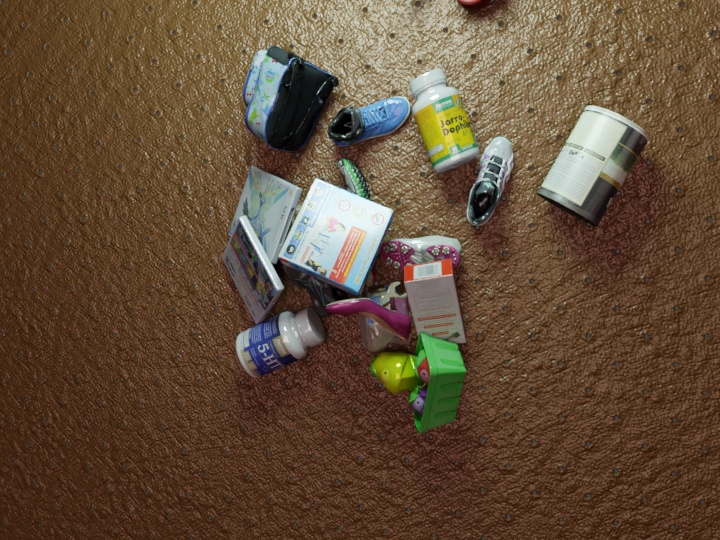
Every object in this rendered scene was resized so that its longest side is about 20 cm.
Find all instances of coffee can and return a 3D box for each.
[{"bbox_3d":[0.482,-0.216,1.204,0.145,0.146,0.203,29,102,7],"label":"coffee can"}]

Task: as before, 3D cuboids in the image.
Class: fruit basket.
[{"bbox_3d":[0.122,0.250,1.318,0.210,0.157,0.219,-3,124,-4],"label":"fruit basket"}]

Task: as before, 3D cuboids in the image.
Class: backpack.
[{"bbox_3d":[-0.176,-0.386,1.313,0.146,0.182,0.203,33,107,30],"label":"backpack"}]

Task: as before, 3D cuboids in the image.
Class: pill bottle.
[{"bbox_3d":[-0.192,0.171,1.408,0.197,0.120,0.122,-26,91,14],"label":"pill bottle"},{"bbox_3d":[0.180,-0.330,1.272,0.111,0.113,0.204,-20,92,13],"label":"pill bottle"}]

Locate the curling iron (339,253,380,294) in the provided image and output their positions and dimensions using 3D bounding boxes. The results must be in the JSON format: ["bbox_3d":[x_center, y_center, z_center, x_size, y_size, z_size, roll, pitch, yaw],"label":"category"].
[{"bbox_3d":[0.000,0.000,1.397,0.200,0.026,0.050,-43,106,9],"label":"curling iron"}]

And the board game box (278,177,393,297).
[{"bbox_3d":[-0.052,-0.073,1.272,0.193,0.056,0.203,23,76,8],"label":"board game box"}]

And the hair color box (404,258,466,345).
[{"bbox_3d":[0.170,0.078,1.303,0.108,0.064,0.203,-8,125,12],"label":"hair color box"}]

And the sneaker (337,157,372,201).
[{"bbox_3d":[-0.019,-0.165,1.353,0.084,0.078,0.204,-16,94,14],"label":"sneaker"}]

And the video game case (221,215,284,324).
[{"bbox_3d":[-0.261,0.002,1.379,0.202,0.023,0.182,60,143,15],"label":"video game case"}]

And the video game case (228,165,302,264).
[{"bbox_3d":[-0.231,-0.136,1.373,0.199,0.022,0.186,29,102,42],"label":"video game case"}]

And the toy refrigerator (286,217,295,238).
[{"bbox_3d":[-0.136,-0.067,1.393,0.197,0.070,0.077,28,102,8],"label":"toy refrigerator"}]

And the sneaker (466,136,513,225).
[{"bbox_3d":[0.284,-0.192,1.251,0.076,0.140,0.204,15,100,10],"label":"sneaker"}]

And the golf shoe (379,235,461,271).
[{"bbox_3d":[0.141,-0.044,1.337,0.196,0.092,0.077,6,118,24],"label":"golf shoe"}]

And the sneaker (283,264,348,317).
[{"bbox_3d":[-0.104,0.018,1.347,0.078,0.076,0.201,-24,120,27],"label":"sneaker"}]

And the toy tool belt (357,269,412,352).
[{"bbox_3d":[0.058,0.086,1.360,0.120,0.125,0.205,-9,99,-19],"label":"toy tool belt"}]

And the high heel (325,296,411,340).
[{"bbox_3d":[0.021,0.108,1.256,0.196,0.067,0.098,-2,87,-15],"label":"high heel"}]

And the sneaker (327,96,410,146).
[{"bbox_3d":[0.017,-0.340,1.307,0.196,0.111,0.078,-18,93,13],"label":"sneaker"}]

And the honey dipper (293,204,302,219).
[{"bbox_3d":[-0.072,-0.113,1.362,0.197,0.038,0.039,20,101,27],"label":"honey dipper"}]

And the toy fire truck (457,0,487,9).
[{"bbox_3d":[0.195,-0.634,1.238,0.198,0.128,0.178,-31,90,25],"label":"toy fire truck"}]
